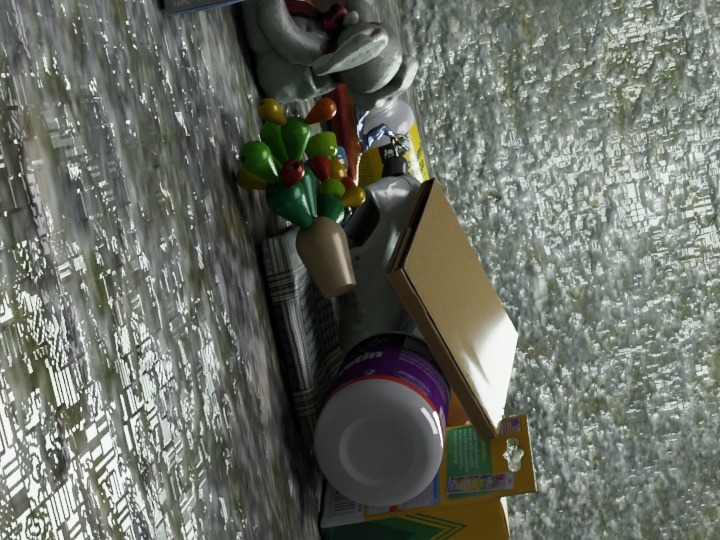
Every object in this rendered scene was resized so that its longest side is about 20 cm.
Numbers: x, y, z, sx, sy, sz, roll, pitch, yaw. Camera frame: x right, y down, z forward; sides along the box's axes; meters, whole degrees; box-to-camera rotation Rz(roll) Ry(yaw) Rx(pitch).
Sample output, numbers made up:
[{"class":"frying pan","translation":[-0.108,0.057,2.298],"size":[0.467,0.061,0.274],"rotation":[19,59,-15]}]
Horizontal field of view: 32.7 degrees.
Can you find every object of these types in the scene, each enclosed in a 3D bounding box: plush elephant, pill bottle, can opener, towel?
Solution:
[{"class":"plush elephant","translation":[-0.028,-0.227,1.204],"size":[0.165,0.153,0.203],"rotation":[34,45,-78]},{"class":"pill bottle","translation":[0.026,-0.157,1.632],"size":[0.113,0.111,0.202],"rotation":[-89,165,-55]},{"class":"pill bottle","translation":[0.025,0.124,1.115],"size":[0.200,0.111,0.114],"rotation":[-65,143,-74]},{"class":"can opener","translation":[0.029,-0.073,1.428],"size":[0.200,0.052,0.067],"rotation":[137,-42,-66]},{"class":"towel","translation":[-0.044,0.052,1.162],"size":[0.200,0.034,0.195],"rotation":[-44,123,-81]}]

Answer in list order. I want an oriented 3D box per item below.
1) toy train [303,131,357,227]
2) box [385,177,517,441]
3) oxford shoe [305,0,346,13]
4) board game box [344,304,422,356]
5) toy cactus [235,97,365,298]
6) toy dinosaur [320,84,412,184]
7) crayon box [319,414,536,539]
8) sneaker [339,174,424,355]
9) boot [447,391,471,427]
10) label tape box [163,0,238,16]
[{"class":"toy train","translation":[-0.028,-0.094,1.283],"size":[0.200,0.084,0.117],"rotation":[66,4,-76]},{"class":"box","translation":[0.093,0.034,1.169],"size":[0.201,0.021,0.164],"rotation":[60,28,-23]},{"class":"oxford shoe","translation":[-0.036,-0.335,1.428],"size":[0.071,0.072,0.202],"rotation":[-76,153,-64]},{"class":"board game box","translation":[0.038,0.072,1.292],"size":[0.135,0.034,0.201],"rotation":[-91,-155,-52]},{"class":"toy cactus","translation":[-0.039,-0.061,1.077],"size":[0.200,0.101,0.167],"rotation":[46,21,-76]},{"class":"toy dinosaur","translation":[-0.028,-0.167,1.397],"size":[0.199,0.104,0.184],"rotation":[3,94,-61]},{"class":"crayon box","translation":[0.067,0.205,1.150],"size":[0.126,0.197,0.052],"rotation":[-83,160,-63]},{"class":"sneaker","translation":[0.000,0.000,1.222],"size":[0.088,0.075,0.202],"rotation":[-7,118,-48]},{"class":"boot","translation":[0.094,0.088,1.314],"size":[0.157,0.076,0.200],"rotation":[-62,-159,4]},{"class":"label tape box","translation":[-0.129,-0.305,0.945],"size":[0.143,0.065,0.203],"rotation":[-69,149,-74]}]
